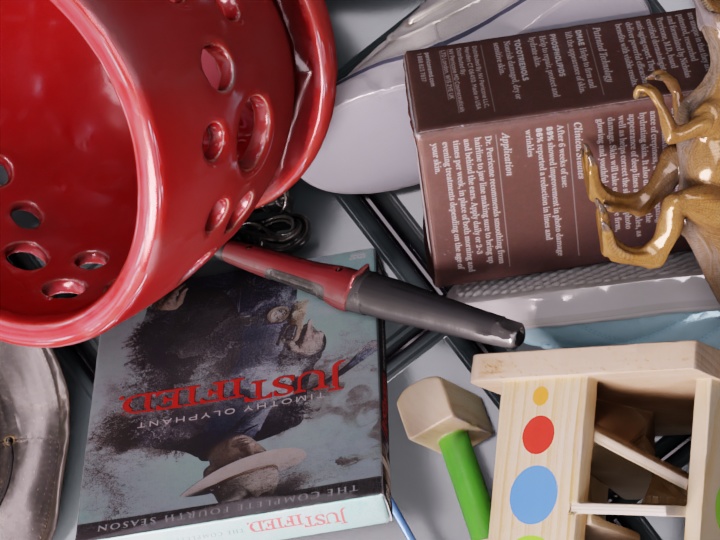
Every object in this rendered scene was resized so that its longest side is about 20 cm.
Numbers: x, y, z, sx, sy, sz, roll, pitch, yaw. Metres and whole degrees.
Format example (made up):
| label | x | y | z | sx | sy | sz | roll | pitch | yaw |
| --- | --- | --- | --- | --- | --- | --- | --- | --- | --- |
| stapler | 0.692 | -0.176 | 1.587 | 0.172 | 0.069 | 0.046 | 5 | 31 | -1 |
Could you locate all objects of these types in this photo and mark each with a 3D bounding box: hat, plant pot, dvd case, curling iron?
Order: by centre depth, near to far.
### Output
| label | x | y | z | sx | sy | sz | roll | pitch | yaw |
| --- | --- | --- | --- | --- | --- | --- | --- | --- | --- |
| plant pot | -0.120 | -0.086 | 1.199 | 0.200 | 0.182 | 0.201 | 16 | 118 | 32 |
| dvd case | -0.058 | 0.062 | 1.212 | 0.145 | 0.200 | 0.022 | -9 | 125 | 6 |
| curling iron | 0.000 | 0.000 | 1.233 | 0.200 | 0.026 | 0.050 | 23 | 74 | 40 |
| hat | -0.238 | 0.094 | 1.243 | 0.200 | 0.081 | 0.201 | 1 | 108 | 4 |

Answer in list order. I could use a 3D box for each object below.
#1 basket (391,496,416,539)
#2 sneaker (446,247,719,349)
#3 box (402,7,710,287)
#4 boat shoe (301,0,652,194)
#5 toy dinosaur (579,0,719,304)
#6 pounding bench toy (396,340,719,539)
| label | x | y | z | sx | sy | sz | roll | pitch | yaw |
| --- | --- | --- | --- | --- | --- | --- | --- | --- | --- |
| basket | -0.023 | 0.200 | 1.209 | 0.176 | 0.139 | 0.200 | -37 | 91 | 2 |
| sneaker | 0.142 | 0.033 | 1.242 | 0.199 | 0.074 | 0.082 | -2 | 108 | 18 |
| box | 0.125 | -0.063 | 1.219 | 0.199 | 0.100 | 0.075 | -7 | 41 | 2 |
| boat shoe | 0.051 | -0.108 | 1.267 | 0.200 | 0.071 | 0.070 | -30 | 39 | 20 |
| toy dinosaur | 0.158 | -0.027 | 1.149 | 0.106 | 0.060 | 0.201 | -9 | 109 | 0 |
| pounding bench toy | 0.102 | 0.128 | 1.194 | 0.200 | 0.124 | 0.157 | -5 | 72 | 39 |
